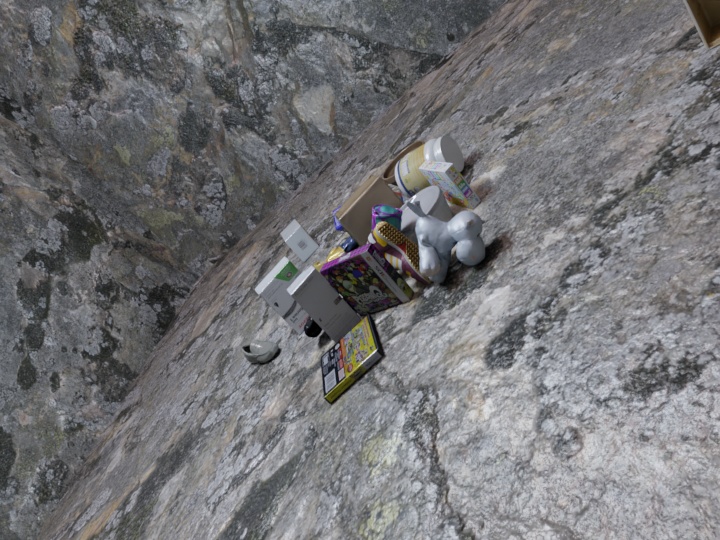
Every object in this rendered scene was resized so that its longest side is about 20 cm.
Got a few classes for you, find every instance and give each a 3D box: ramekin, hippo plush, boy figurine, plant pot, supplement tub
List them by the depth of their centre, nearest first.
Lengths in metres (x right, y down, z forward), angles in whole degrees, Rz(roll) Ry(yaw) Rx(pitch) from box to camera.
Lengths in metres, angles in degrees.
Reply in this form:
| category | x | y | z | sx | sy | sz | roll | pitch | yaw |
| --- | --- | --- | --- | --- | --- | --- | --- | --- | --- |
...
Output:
| category | x | y | z | sx | sy | sz | roll | pitch | yaw |
| --- | --- | --- | --- | --- | --- | --- | --- | --- | --- |
| hippo plush | 0.219 | -0.081 | 1.301 | 0.156 | 0.207 | 0.158 | -11 | 1 | 25 |
| ramekin | 0.174 | -0.135 | 1.562 | 0.201 | 0.094 | 0.204 | -39 | 21 | 18 |
| supplement tub | 0.221 | -0.330 | 1.773 | 0.198 | 0.145 | 0.146 | -25 | 27 | 43 |
| boy figurine | -0.087 | -0.060 | 1.996 | 0.199 | 0.065 | 0.125 | -42 | 22 | 2 |
| plant pot | 0.180 | -0.371 | 2.016 | 0.199 | 0.093 | 0.202 | -38 | 21 | 18 |

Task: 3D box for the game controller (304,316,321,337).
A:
| category | x | y | z | sx | sy | sz | roll | pitch | yaw |
| --- | --- | --- | --- | --- | --- | --- | --- | --- | --- |
| game controller | -0.101 | 0.099 | 1.606 | 0.041 | 0.104 | 0.205 | 26 | 90 | 25 |

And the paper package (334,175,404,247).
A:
| category | x | y | z | sx | sy | sz | roll | pitch | yaw |
| --- | --- | --- | --- | --- | --- | --- | --- | --- | --- |
| paper package | 0.049 | -0.159 | 1.709 | 0.191 | 0.200 | 0.103 | -45 | 19 | 0 |

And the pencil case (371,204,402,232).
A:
| category | x | y | z | sx | sy | sz | roll | pitch | yaw |
| --- | --- | --- | --- | --- | --- | --- | --- | --- | --- |
| pencil case | 0.058 | -0.072 | 1.483 | 0.090 | 0.206 | 0.085 | -6 | 28 | -27 |

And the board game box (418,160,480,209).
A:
| category | x | y | z | sx | sy | sz | roll | pitch | yaw |
| --- | --- | --- | --- | --- | --- | --- | --- | --- | --- |
| board game box | 0.249 | -0.246 | 1.567 | 0.034 | 0.135 | 0.200 | -43 | 19 | -2 |

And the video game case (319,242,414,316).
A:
| category | x | y | z | sx | sy | sz | roll | pitch | yaw |
| --- | --- | --- | --- | --- | --- | --- | --- | --- | --- |
| video game case | 0.014 | 0.029 | 1.432 | 0.197 | 0.182 | 0.036 | -20 | 30 | 45 |

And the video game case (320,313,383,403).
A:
| category | x | y | z | sx | sy | sz | roll | pitch | yaw |
| --- | --- | --- | --- | --- | --- | --- | --- | --- | --- |
| video game case | -0.026 | 0.216 | 1.388 | 0.180 | 0.025 | 0.201 | -43 | 19 | 9 |

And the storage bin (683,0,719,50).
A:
| category | x | y | z | sx | sy | sz | roll | pitch | yaw |
| --- | --- | --- | --- | --- | --- | --- | --- | --- | --- |
| storage bin | 0.768 | -0.604 | 1.116 | 0.196 | 0.201 | 0.095 | -21 | 27 | 48 |

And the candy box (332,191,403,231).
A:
| category | x | y | z | sx | sy | sz | roll | pitch | yaw |
| --- | --- | --- | --- | --- | --- | --- | --- | --- | --- |
| candy box | 0.029 | -0.200 | 1.881 | 0.197 | 0.166 | 0.080 | -26 | 69 | 38 |

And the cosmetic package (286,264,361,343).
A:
| category | x | y | z | sx | sy | sz | roll | pitch | yaw |
| --- | --- | --- | --- | --- | --- | --- | --- | --- | --- |
| cosmetic package | -0.099 | 0.094 | 1.511 | 0.102 | 0.200 | 0.074 | -45 | 19 | -6 |

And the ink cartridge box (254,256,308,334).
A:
| category | x | y | z | sx | sy | sz | roll | pitch | yaw |
| --- | --- | --- | --- | --- | --- | --- | --- | --- | --- |
| ink cartridge box | -0.221 | 0.082 | 1.788 | 0.147 | 0.200 | 0.084 | -47 | 23 | -7 |

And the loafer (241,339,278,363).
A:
| category | x | y | z | sx | sy | sz | roll | pitch | yaw |
| --- | --- | --- | --- | --- | --- | --- | --- | --- | --- |
| loafer | -0.342 | 0.268 | 1.858 | 0.198 | 0.070 | 0.071 | -23 | 29 | 48 |

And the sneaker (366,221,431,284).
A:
| category | x | y | z | sx | sy | sz | roll | pitch | yaw |
| --- | --- | --- | --- | --- | --- | --- | --- | --- | --- |
| sneaker | 0.100 | -0.030 | 1.402 | 0.075 | 0.200 | 0.091 | -36 | -12 | -44 |

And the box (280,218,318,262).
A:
| category | x | y | z | sx | sy | sz | roll | pitch | yaw |
| --- | --- | --- | --- | --- | --- | --- | --- | --- | --- |
| box | -0.268 | -0.134 | 2.416 | 0.097 | 0.125 | 0.200 | -43 | 20 | -1 |

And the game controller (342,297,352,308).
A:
| category | x | y | z | sx | sy | sz | roll | pitch | yaw |
| --- | --- | --- | --- | --- | --- | --- | --- | --- | --- |
| game controller | 0.002 | 0.063 | 1.603 | 0.198 | 0.042 | 0.105 | -35 | 22 | 26 |
